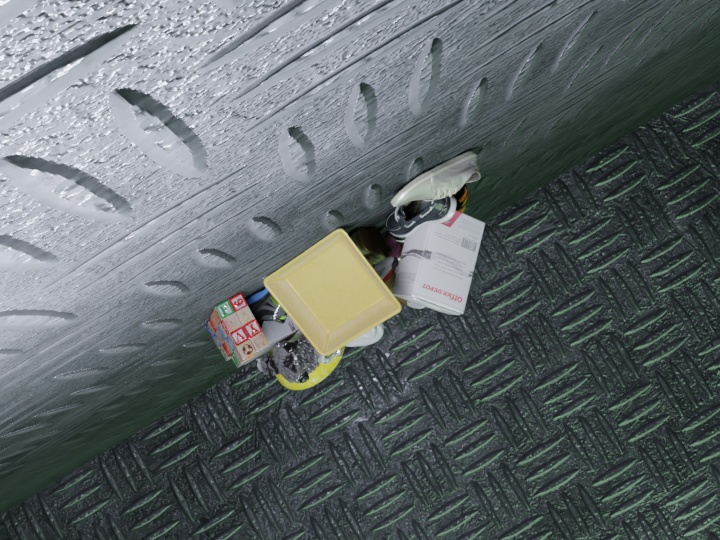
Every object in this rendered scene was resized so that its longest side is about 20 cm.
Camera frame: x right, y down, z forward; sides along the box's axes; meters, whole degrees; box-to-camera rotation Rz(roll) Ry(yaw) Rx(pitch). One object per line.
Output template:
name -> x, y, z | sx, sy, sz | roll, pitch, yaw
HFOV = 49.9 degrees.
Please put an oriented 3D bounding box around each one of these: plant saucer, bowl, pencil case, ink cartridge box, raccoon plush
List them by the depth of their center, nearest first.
plant saucer -> -0.051, 0.038, 1.489 | 0.199, 0.201, 0.049 | -32, -164, 20
ink cartridge box -> 0.162, -0.023, 1.601 | 0.145, 0.202, 0.084 | 19, 170, -32
raccoon plush -> -0.136, 0.175, 1.738 | 0.133, 0.098, 0.199 | -28, -156, -36
pencil case -> 0.132, -0.086, 1.772 | 0.199, 0.083, 0.087 | -40, -167, 0
bowl -> -0.145, 0.168, 1.834 | 0.198, 0.108, 0.201 | -23, -140, 21

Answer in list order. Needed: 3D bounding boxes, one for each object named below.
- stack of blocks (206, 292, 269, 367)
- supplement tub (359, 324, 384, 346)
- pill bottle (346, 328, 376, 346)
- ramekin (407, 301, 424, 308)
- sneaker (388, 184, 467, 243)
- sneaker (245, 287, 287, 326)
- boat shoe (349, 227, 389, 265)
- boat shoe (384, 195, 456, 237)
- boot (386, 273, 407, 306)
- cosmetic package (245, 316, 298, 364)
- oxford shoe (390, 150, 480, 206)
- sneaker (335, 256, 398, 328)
stack of blocks -> -0.248, 0.129, 1.547 | 0.058, 0.116, 0.200 | -28, 175, -21
supplement tub -> -0.004, 0.078, 1.961 | 0.121, 0.202, 0.123 | -1, 143, -1
pill bottle -> -0.019, 0.068, 1.821 | 0.111, 0.202, 0.113 | -1, 141, -1
ramekin -> 0.129, -0.001, 1.940 | 0.098, 0.201, 0.200 | -41, 180, -23
sneaker -> 0.145, -0.135, 1.669 | 0.199, 0.070, 0.090 | -27, 154, -18
sneaker -> -0.161, 0.061, 1.577 | 0.199, 0.083, 0.071 | -35, 173, 21
boat shoe -> 0.009, -0.049, 1.639 | 0.062, 0.074, 0.200 | -25, 166, 16
boat shoe -> 0.105, -0.119, 1.543 | 0.060, 0.076, 0.199 | 20, 155, -31
boot -> 0.082, 0.036, 1.850 | 0.074, 0.075, 0.200 | -64, 163, -11
cosmetic package -> -0.225, 0.128, 1.727 | 0.090, 0.108, 0.200 | -27, 172, -29
oxford shoe -> 0.144, -0.157, 1.411 | 0.199, 0.058, 0.075 | -27, 177, -24
sneaker -> -0.020, 0.016, 1.578 | 0.201, 0.108, 0.067 | -45, -174, -11
